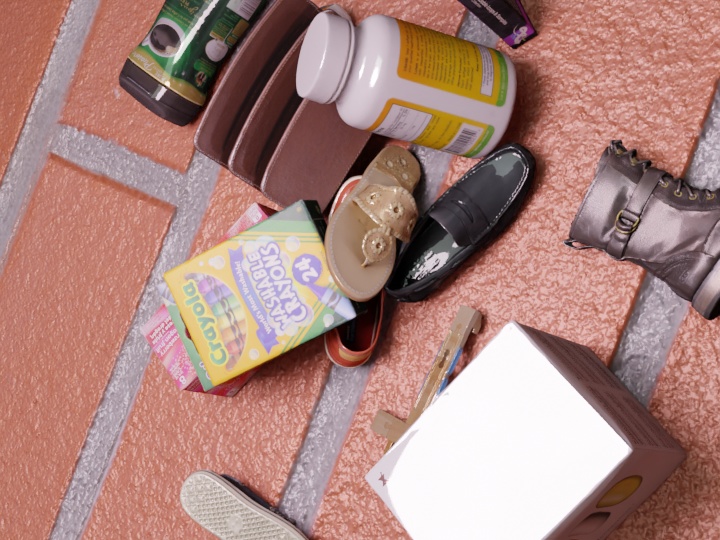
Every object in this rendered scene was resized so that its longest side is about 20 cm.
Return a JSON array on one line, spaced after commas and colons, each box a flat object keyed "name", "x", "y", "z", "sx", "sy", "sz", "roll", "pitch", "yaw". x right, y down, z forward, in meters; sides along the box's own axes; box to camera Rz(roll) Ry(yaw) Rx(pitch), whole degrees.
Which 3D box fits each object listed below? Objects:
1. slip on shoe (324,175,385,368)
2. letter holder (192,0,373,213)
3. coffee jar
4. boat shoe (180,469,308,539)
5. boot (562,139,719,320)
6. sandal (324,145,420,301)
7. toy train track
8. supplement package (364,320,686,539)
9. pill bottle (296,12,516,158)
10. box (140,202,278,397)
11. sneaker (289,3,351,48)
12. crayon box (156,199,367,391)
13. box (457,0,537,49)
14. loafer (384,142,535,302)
[{"name": "slip on shoe", "x": 0.000, "y": 0.000, "z": 1.136, "sx": 0.073, "sy": 0.061, "sz": 0.202, "roll": 8, "pitch": 82, "yaw": -13}, {"name": "letter holder", "x": -0.065, "y": -0.175, "z": 1.149, "sx": 0.201, "sy": 0.142, "sz": 0.100, "roll": -57, "pitch": 32, "yaw": 2}, {"name": "coffee jar", "x": -0.200, "y": -0.276, "z": 1.298, "sx": 0.104, "sy": 0.085, "sz": 0.201, "roll": 37, "pitch": 98, "yaw": 25}, {"name": "boat shoe", "x": -0.104, "y": 0.282, "z": 1.156, "sx": 0.199, "sy": 0.062, "sz": 0.075, "roll": 37, "pitch": 94, "yaw": 13}, {"name": "boot", "x": 0.294, "y": -0.070, "z": 0.999, "sx": 0.174, "sy": 0.069, "sz": 0.201, "roll": 38, "pitch": 101, "yaw": 28}, {"name": "sandal", "x": 0.026, "y": -0.068, "z": 1.080, "sx": 0.070, "sy": 0.077, "sz": 0.213, "roll": -47, "pitch": 15, "yaw": 43}, {"name": "toy train track", "x": 0.075, "y": 0.133, "z": 1.100, "sx": 0.114, "sy": 0.032, "sz": 0.201, "roll": 20, "pitch": 84, "yaw": 53}, {"name": "supplement package", "x": 0.150, "y": 0.171, "z": 0.957, "sx": 0.191, "sy": 0.200, "sz": 0.147, "roll": -48, "pitch": 62, "yaw": 13}, {"name": "pill bottle", "x": 0.043, "y": -0.185, "z": 1.072, "sx": 0.111, "sy": 0.198, "sz": 0.112, "roll": -168, "pitch": 90, "yaw": -68}, {"name": "box", "x": -0.128, "y": 0.036, "z": 1.192, "sx": 0.200, "sy": 0.100, "sz": 0.096, "roll": -46, "pitch": 63, "yaw": 13}, {"name": "sneaker", "x": -0.082, "y": -0.215, "z": 1.232, "sx": 0.201, "sy": 0.078, "sz": 0.077, "roll": -56, "pitch": 37, "yaw": -1}, {"name": "crayon box", "x": -0.109, "y": 0.030, "z": 1.098, "sx": 0.199, "sy": 0.052, "sz": 0.127, "roll": -27, "pitch": 87, "yaw": 15}, {"name": "box", "x": 0.099, "y": -0.313, "z": 1.076, "sx": 0.036, "sy": 0.200, "sz": 0.144, "roll": -30, "pitch": 68, "yaw": 21}, {"name": "loafer", "x": 0.099, "y": -0.045, "z": 1.095, "sx": 0.068, "sy": 0.070, "sz": 0.201, "roll": 45, "pitch": 103, "yaw": 12}]
